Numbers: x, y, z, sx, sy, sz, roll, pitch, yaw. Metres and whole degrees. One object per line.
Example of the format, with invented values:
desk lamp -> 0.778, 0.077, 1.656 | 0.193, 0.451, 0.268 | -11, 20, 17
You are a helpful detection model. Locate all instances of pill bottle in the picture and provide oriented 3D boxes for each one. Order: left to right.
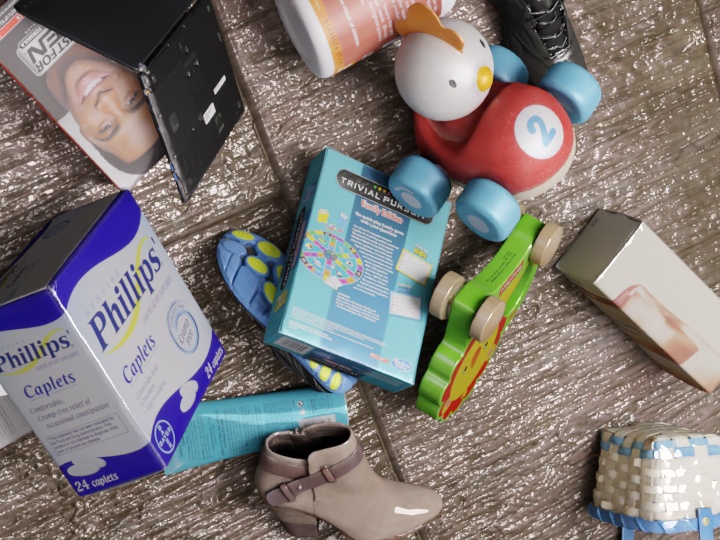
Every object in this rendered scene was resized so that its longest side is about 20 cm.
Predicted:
pill bottle -> 0.022, -0.279, 1.184 | 0.198, 0.112, 0.113 | -29, 108, -8

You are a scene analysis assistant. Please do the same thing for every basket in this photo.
basket -> 0.339, 0.276, 1.362 | 0.137, 0.176, 0.204 | 2, 90, -20

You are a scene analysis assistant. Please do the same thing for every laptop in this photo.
laptop -> -0.201, -0.189, 1.122 | 0.101, 0.178, 0.202 | -4, 124, 19

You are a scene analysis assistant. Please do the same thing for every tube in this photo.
tube -> -0.111, 0.160, 1.278 | 0.196, 0.050, 0.079 | -9, 100, -9

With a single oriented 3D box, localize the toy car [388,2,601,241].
toy car -> 0.102, -0.169, 1.160 | 0.185, 0.175, 0.201 | -53, 138, -16

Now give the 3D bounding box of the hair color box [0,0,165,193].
hair color box -> -0.257, -0.181, 1.152 | 0.101, 0.061, 0.200 | -44, 111, -4

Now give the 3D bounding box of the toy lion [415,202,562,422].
toy lion -> 0.125, 0.056, 1.276 | 0.200, 0.068, 0.193 | -47, 156, -35

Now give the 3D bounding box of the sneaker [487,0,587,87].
sneaker -> 0.178, -0.256, 1.246 | 0.076, 0.091, 0.201 | -38, 110, -7

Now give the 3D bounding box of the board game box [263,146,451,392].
board game box -> 0.000, 0.000, 1.226 | 0.149, 0.047, 0.203 | 22, 66, -19

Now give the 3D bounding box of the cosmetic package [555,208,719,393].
cosmetic package -> 0.322, 0.033, 1.343 | 0.200, 0.103, 0.088 | 41, 88, -18

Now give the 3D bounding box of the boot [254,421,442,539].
boot -> -0.011, 0.217, 1.279 | 0.196, 0.071, 0.148 | -9, 132, -5

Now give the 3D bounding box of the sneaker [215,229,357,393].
sneaker -> -0.083, 0.049, 1.244 | 0.071, 0.082, 0.200 | -42, 96, -31

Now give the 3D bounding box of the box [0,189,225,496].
box -> -0.236, 0.063, 1.129 | 0.104, 0.185, 0.202 | -19, 114, 23

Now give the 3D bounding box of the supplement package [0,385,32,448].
supplement package -> -0.399, 0.120, 1.144 | 0.198, 0.121, 0.121 | -29, 109, -8
